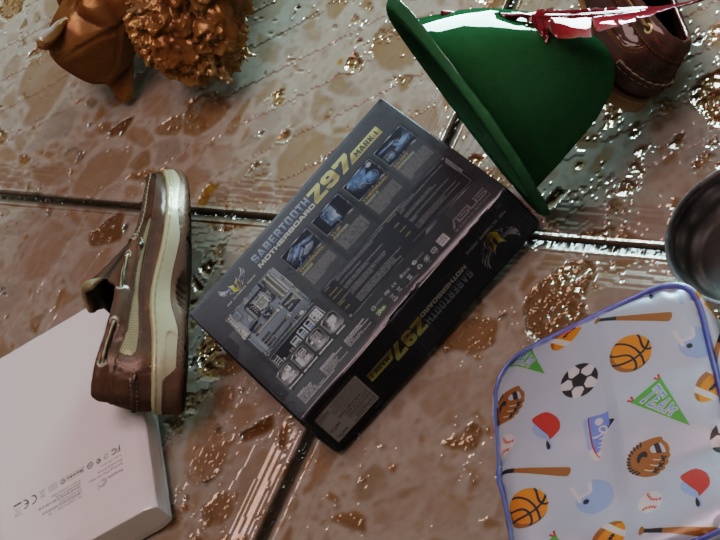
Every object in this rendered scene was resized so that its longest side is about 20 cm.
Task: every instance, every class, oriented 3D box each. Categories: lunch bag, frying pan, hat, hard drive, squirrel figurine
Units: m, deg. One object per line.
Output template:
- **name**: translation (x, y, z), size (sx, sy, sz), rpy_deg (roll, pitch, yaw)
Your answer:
- **lunch bag**: translation (0.159, 0.110, 1.406), size (0.160, 0.076, 0.200), rpy_deg (-25, 44, 18)
- **frying pan**: translation (0.269, -0.038, 1.466), size (0.190, 0.031, 0.115), rpy_deg (-27, 45, 0)
- **hat**: translation (0.139, -0.146, 1.567), size (0.176, 0.166, 0.200), rpy_deg (-37, 51, 1)
- **hard drive**: translation (-0.198, 0.119, 1.718), size (0.132, 0.026, 0.200), rpy_deg (-30, 44, 17)
- **squirrel figurine**: translation (-0.157, -0.214, 1.873), size (0.187, 0.141, 0.200), rpy_deg (-50, 39, 4)

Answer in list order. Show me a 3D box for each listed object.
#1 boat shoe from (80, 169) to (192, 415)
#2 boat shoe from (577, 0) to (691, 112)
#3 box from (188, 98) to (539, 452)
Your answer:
- **boat shoe**: translation (-0.154, 0.008, 1.715), size (0.075, 0.075, 0.203), rpy_deg (0, 47, -2)
- **boat shoe**: translation (0.173, -0.197, 1.631), size (0.070, 0.070, 0.200), rpy_deg (-53, 39, 40)
- **box**: translation (0.000, 0.000, 1.636), size (0.200, 0.051, 0.158), rpy_deg (-48, 42, -3)
